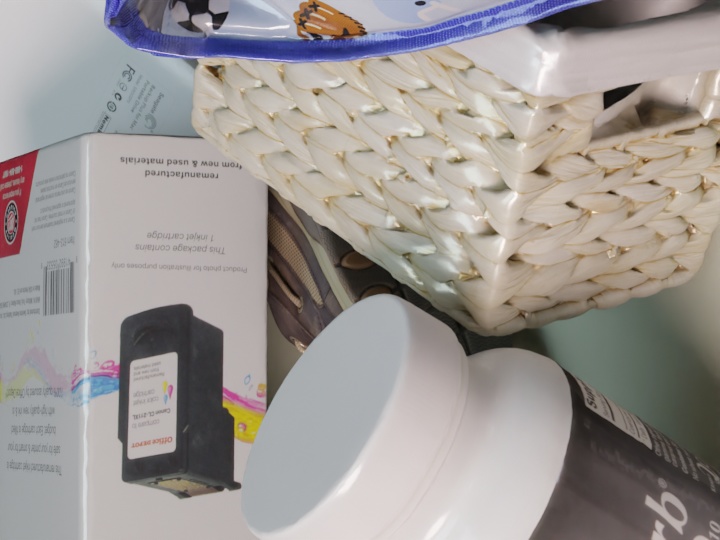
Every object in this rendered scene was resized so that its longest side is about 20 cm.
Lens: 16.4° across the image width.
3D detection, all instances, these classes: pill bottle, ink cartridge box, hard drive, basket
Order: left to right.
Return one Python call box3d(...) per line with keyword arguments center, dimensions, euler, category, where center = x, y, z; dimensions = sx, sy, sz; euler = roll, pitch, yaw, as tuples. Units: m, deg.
box3d(center=(-0.146, -0.092, 1.175), dimensions=(0.200, 0.026, 0.132), euler=(41, 129, 9), category="hard drive")
box3d(center=(-0.101, 0.049, 1.064), dimensions=(0.146, 0.082, 0.202), euler=(174, 97, -66), category="ink cartridge box")
box3d(center=(0.041, -0.078, 0.938), dimensions=(0.200, 0.135, 0.124), euler=(37, 127, 39), category="basket")
box3d(center=(0.064, 0.098, 0.876), dimensions=(0.116, 0.199, 0.117), euler=(-45, 25, 28), category="pill bottle")

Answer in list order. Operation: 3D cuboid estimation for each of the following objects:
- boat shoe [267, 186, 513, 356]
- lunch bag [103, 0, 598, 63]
box3d(center=(0.000, 0.000, 1.055), dimensions=(0.200, 0.074, 0.074), euler=(59, 146, 36), category="boat shoe")
box3d(center=(0.006, -0.166, 0.825), dimensions=(0.199, 0.124, 0.171), euler=(-13, 53, 29), category="lunch bag")
